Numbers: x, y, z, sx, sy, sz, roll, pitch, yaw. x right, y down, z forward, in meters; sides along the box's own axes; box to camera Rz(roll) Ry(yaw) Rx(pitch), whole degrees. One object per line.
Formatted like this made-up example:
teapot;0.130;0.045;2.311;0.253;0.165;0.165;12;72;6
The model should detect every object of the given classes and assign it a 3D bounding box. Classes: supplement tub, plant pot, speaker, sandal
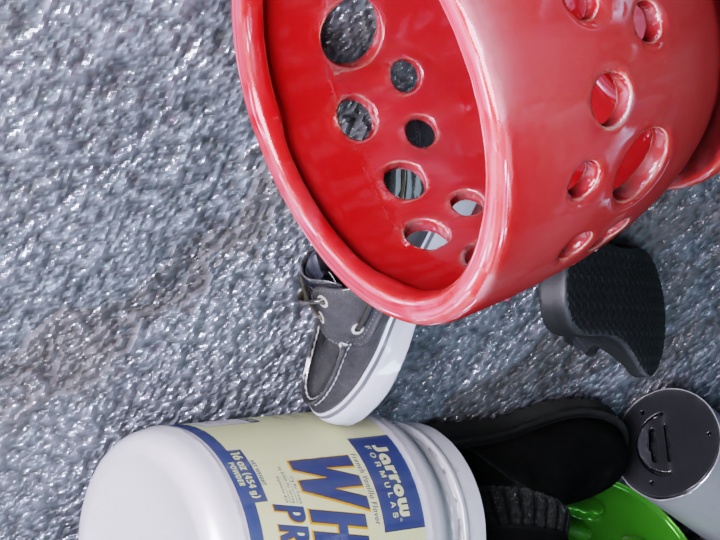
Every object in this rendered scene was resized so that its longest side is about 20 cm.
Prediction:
supplement tub;-0.042;0.153;1.087;0.199;0.145;0.146;-2;133;-41
plant pot;0.068;-0.097;0.841;0.181;0.201;0.201;-19;143;-28
speaker;0.254;0.151;1.408;0.081;0.081;0.200;-42;145;8
sandal;0.139;0.016;1.164;0.200;0.048;0.076;27;67;-60

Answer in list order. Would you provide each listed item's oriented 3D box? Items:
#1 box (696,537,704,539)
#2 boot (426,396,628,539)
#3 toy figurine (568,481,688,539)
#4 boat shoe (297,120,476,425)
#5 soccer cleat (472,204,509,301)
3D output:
box;0.298;0.258;1.481;0.082;0.069;0.200;-23;-172;-17
boot;0.123;0.170;1.241;0.210;0.158;0.080;-7;137;-36
toy figurine;0.118;0.253;1.386;0.199;0.151;0.184;17;132;-25
boat shoe;0.000;0.000;1.018;0.066;0.070;0.201;9;131;-25
soccer cleat;0.135;-0.050;1.066;0.199;0.073;0.068;-27;145;-14
